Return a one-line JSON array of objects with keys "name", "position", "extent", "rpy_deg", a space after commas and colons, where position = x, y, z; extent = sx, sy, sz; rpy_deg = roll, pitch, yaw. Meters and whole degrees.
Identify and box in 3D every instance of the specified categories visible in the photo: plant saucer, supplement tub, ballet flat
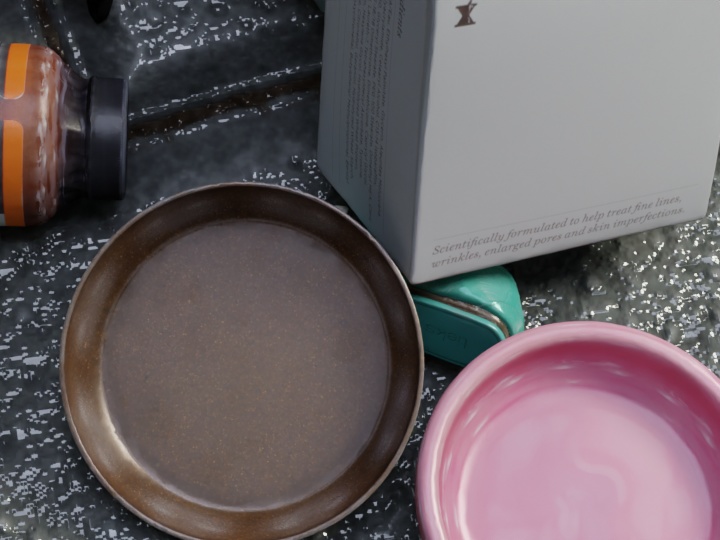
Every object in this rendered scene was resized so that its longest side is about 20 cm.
[{"name": "plant saucer", "position": [-0.065, 0.052, 1.208], "extent": [0.200, 0.034, 0.201], "rpy_deg": [0, 88, 1]}, {"name": "plant saucer", "position": [0.126, 0.129, 1.206], "extent": [0.200, 0.051, 0.201], "rpy_deg": [3, 66, -7]}, {"name": "supplement tub", "position": [-0.233, -0.078, 1.250], "extent": [0.200, 0.107, 0.107], "rpy_deg": [3, 63, -5]}, {"name": "ballet flat", "position": [0.000, 0.000, 1.267], "extent": [0.200, 0.067, 0.070], "rpy_deg": [19, 38, 4]}]

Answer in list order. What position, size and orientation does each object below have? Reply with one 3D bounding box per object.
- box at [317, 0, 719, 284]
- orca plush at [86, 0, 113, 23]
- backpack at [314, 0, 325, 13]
[{"name": "box", "position": [0.093, -0.123, 1.224], "extent": [0.199, 0.200, 0.131], "rpy_deg": [-12, 38, -22]}, {"name": "orca plush", "position": [-0.224, -0.230, 1.364], "extent": [0.071, 0.105, 0.200], "rpy_deg": [-39, 84, 18]}, {"name": "backpack", "position": [0.031, -0.249, 1.321], "extent": [0.200, 0.176, 0.153], "rpy_deg": [-47, 109, -16]}]
